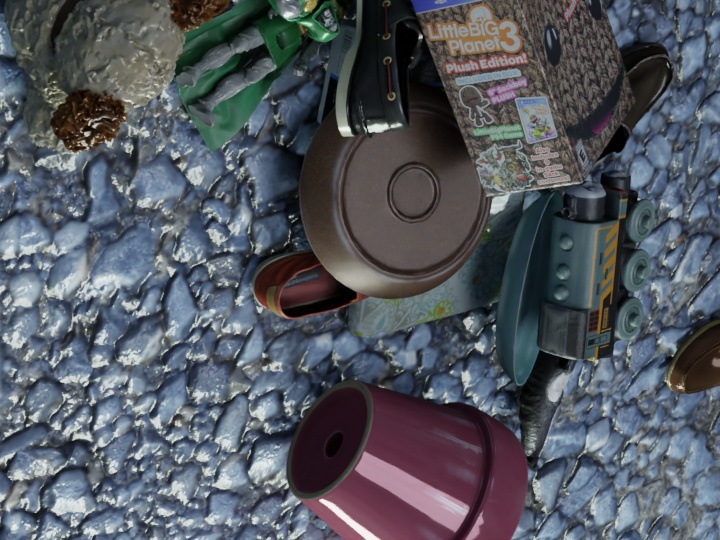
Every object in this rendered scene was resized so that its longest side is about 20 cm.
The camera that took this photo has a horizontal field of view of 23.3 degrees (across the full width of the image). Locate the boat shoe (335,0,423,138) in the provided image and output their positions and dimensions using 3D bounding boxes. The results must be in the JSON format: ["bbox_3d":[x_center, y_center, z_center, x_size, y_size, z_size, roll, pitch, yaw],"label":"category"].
[{"bbox_3d":[0.025,-0.200,1.486,0.074,0.063,0.202,67,27,-54],"label":"boat shoe"}]

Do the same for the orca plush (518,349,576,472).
[{"bbox_3d":[0.187,0.110,1.882,0.105,0.071,0.200,-65,173,-71],"label":"orca plush"}]

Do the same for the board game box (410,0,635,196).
[{"bbox_3d":[0.145,-0.193,1.517,0.159,0.097,0.200,-53,127,-48],"label":"board game box"}]

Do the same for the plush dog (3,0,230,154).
[{"bbox_3d":[-0.194,-0.183,1.313,0.200,0.172,0.160,-53,134,-3],"label":"plush dog"}]

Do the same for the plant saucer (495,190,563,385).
[{"bbox_3d":[0.169,0.016,1.764,0.200,0.027,0.201,12,90,-76],"label":"plant saucer"}]

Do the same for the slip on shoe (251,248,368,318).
[{"bbox_3d":[0.000,0.000,1.612,0.200,0.061,0.074,-16,118,-12],"label":"slip on shoe"}]

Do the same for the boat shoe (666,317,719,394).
[{"bbox_3d":[0.449,0.095,2.071,0.200,0.068,0.072,-24,126,-29],"label":"boat shoe"}]

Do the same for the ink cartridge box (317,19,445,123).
[{"bbox_3d":[0.056,-0.180,1.619,0.200,0.039,0.100,-6,115,-39],"label":"ink cartridge box"}]

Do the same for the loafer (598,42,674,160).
[{"bbox_3d":[0.257,-0.152,1.778,0.200,0.071,0.073,-44,133,-13],"label":"loafer"}]

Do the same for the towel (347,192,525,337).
[{"bbox_3d":[0.078,-0.031,1.710,0.200,0.048,0.172,-13,119,-34],"label":"towel"}]

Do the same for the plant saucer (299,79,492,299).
[{"bbox_3d":[0.041,-0.072,1.572,0.200,0.034,0.201,-3,97,-26],"label":"plant saucer"}]

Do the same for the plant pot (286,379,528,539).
[{"bbox_3d":[0.035,0.201,1.710,0.179,0.200,0.200,32,90,-29],"label":"plant pot"}]

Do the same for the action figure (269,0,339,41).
[{"bbox_3d":[-0.062,-0.276,1.414,0.118,0.055,0.200,-44,125,-33],"label":"action figure"}]

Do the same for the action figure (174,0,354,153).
[{"bbox_3d":[-0.071,-0.202,1.494,0.200,0.055,0.118,-40,129,-22],"label":"action figure"}]

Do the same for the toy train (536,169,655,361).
[{"bbox_3d":[0.237,-0.001,1.771,0.114,0.085,0.200,-13,114,-46],"label":"toy train"}]
